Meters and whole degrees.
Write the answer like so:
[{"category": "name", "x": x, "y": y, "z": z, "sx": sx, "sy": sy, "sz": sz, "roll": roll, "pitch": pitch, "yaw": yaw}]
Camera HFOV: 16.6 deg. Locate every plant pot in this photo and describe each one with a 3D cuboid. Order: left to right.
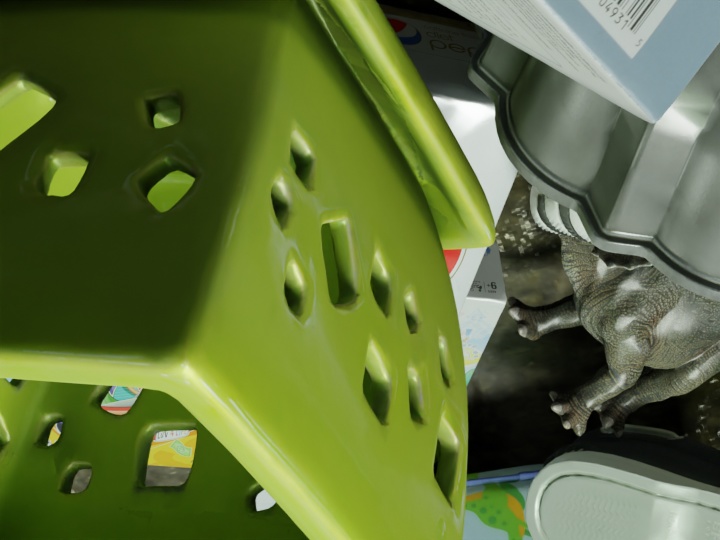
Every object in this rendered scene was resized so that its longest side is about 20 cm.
[{"category": "plant pot", "x": -0.072, "y": -0.003, "z": 0.790, "sx": 0.199, "sy": 0.183, "sz": 0.199, "roll": 1, "pitch": 150, "yaw": 26}]

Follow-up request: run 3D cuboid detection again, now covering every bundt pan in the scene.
[{"category": "bundt pan", "x": 0.137, "y": -0.086, "z": 0.778, "sx": 0.200, "sy": 0.203, "sz": 0.076, "roll": 1, "pitch": 142, "yaw": -9}]

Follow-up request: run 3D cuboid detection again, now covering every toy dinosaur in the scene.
[{"category": "toy dinosaur", "x": 0.129, "y": 0.018, "z": 1.009, "sx": 0.102, "sy": 0.077, "sz": 0.199, "roll": -38, "pitch": 136, "yaw": 24}]

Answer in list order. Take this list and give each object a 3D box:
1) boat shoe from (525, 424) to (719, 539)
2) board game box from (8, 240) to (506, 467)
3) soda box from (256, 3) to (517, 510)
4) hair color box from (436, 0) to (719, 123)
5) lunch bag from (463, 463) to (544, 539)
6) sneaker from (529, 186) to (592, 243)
[{"category": "boat shoe", "x": 0.169, "y": 0.113, "z": 1.013, "sx": 0.199, "sy": 0.060, "sz": 0.076, "roll": 24, "pitch": 118, "yaw": 15}, {"category": "board game box", "x": -0.053, "y": 0.033, "z": 1.037, "sx": 0.198, "sy": 0.034, "sz": 0.135, "roll": 5, "pitch": 140, "yaw": -14}, {"category": "soda box", "x": 0.000, "y": 0.000, "z": 0.941, "sx": 0.068, "sy": 0.064, "sz": 0.201, "roll": 9, "pitch": 124, "yaw": -19}, {"category": "hair color box", "x": 0.018, "y": -0.125, "z": 0.719, "sx": 0.061, "sy": 0.200, "sz": 0.099, "roll": -52, "pitch": 133, "yaw": -2}, {"category": "lunch bag", "x": 0.074, "y": 0.145, "z": 1.138, "sx": 0.198, "sy": 0.083, "sz": 0.161, "roll": -6, "pitch": 163, "yaw": 0}, {"category": "sneaker", "x": 0.147, "y": -0.074, "z": 0.908, "sx": 0.199, "sy": 0.117, "sz": 0.075, "roll": -9, "pitch": -165, "yaw": -42}]
